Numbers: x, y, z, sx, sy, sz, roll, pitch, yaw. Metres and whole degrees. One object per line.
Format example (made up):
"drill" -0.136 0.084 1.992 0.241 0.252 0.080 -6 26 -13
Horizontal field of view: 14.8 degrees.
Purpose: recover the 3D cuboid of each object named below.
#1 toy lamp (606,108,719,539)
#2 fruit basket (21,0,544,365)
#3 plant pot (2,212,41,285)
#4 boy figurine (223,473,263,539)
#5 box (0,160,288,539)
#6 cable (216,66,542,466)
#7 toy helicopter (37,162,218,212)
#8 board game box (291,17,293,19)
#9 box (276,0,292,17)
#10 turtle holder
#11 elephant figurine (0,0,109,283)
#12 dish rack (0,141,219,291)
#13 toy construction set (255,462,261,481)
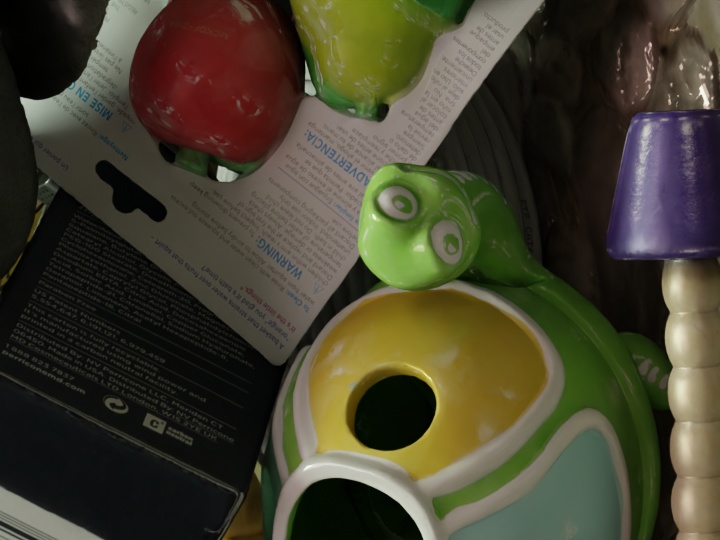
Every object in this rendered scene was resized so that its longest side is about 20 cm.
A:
"toy lamp" 0.113 0.046 0.930 0.058 0.058 0.201 -1 93 63
"fruit basket" -0.036 -0.098 1.012 0.185 0.094 0.200 38 104 18
"plant pot" -0.249 0.075 1.523 0.177 0.199 0.200 57 143 25
"boy figurine" -0.040 0.155 1.159 0.200 0.124 0.064 56 139 14
"box" -0.105 0.069 1.027 0.149 0.107 0.200 -61 6 25
"cable" 0.000 0.000 1.135 0.200 0.069 0.201 40 129 56
"toy helicopter" -0.145 -0.082 1.230 0.132 0.079 0.200 -11 123 41
"board game box" -0.110 -0.133 1.347 0.196 0.056 0.200 65 147 36
"box" -0.067 -0.195 1.134 0.200 0.104 0.148 -55 42 20
"turtle holder" 0.036 0.063 0.965 0.141 0.132 0.186 37 124 13
"elephant figurine" -0.161 -0.099 0.961 0.142 0.154 0.201 -40 -37 -76
"dish rack" -0.170 -0.034 1.176 0.200 0.153 0.055 -22 36 53
"toy construction set" -0.059 0.156 1.261 0.131 0.092 0.201 148 126 -60
